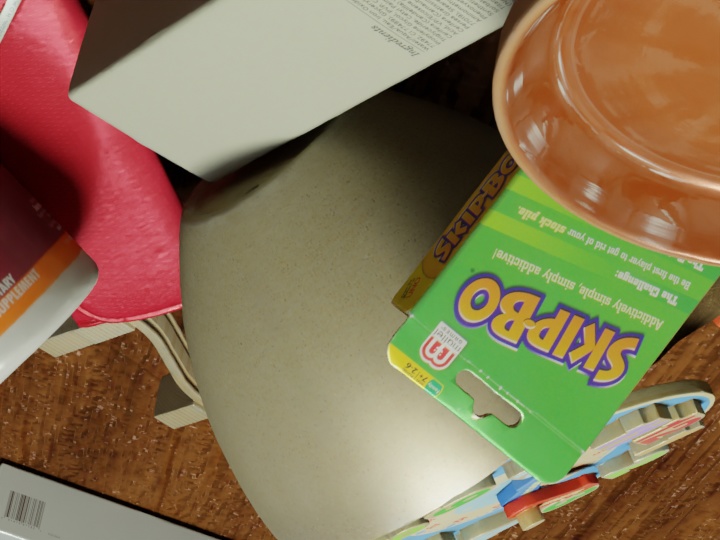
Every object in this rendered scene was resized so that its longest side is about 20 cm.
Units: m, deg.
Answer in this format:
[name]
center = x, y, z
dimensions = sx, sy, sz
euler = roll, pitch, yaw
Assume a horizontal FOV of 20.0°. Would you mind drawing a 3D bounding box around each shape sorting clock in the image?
[shape sorting clock]
center = 0.069, 0.098, 0.920
dimensions = 0.199, 0.039, 0.200
euler = -25, 164, -8

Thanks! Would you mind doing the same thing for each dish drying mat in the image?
[dish drying mat]
center = -0.131, -0.052, 0.908
dimensions = 0.076, 0.018, 0.201
euler = -14, 130, 11

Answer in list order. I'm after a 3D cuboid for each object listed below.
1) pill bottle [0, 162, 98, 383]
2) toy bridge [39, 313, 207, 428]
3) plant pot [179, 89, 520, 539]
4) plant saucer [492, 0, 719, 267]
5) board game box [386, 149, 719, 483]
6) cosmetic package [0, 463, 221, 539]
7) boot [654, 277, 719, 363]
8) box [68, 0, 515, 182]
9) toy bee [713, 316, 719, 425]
[pill bottle]
center = -0.217, -0.032, 0.870
dimensions = 0.200, 0.114, 0.114
euler = 46, 142, -8
[toy bridge]
center = -0.134, 0.023, 1.017
dimensions = 0.067, 0.027, 0.200
euler = -19, 140, 38
[plant pot]
center = 0.000, 0.000, 0.868
dimensions = 0.200, 0.201, 0.135
euler = -22, 113, 43
[plant saucer]
center = 0.144, -0.062, 0.676
dimensions = 0.199, 0.032, 0.201
euler = 7, 151, 4
[board game box]
center = 0.097, -0.024, 0.769
dimensions = 0.095, 0.200, 0.030
euler = 39, 175, -23
[cosmetic package]
center = -0.183, 0.205, 1.389
dimensions = 0.199, 0.052, 0.151
euler = 23, 146, -20
[boot]
center = 0.117, 0.036, 0.992
dimensions = 0.075, 0.074, 0.200
euler = -15, 169, -21
[box]
center = -0.021, -0.108, 0.781
dimensions = 0.082, 0.069, 0.200
euler = 31, 145, -31
[toy bee]
center = 0.205, 0.051, 0.940
dimensions = 0.109, 0.131, 0.200
euler = 56, 137, 7
